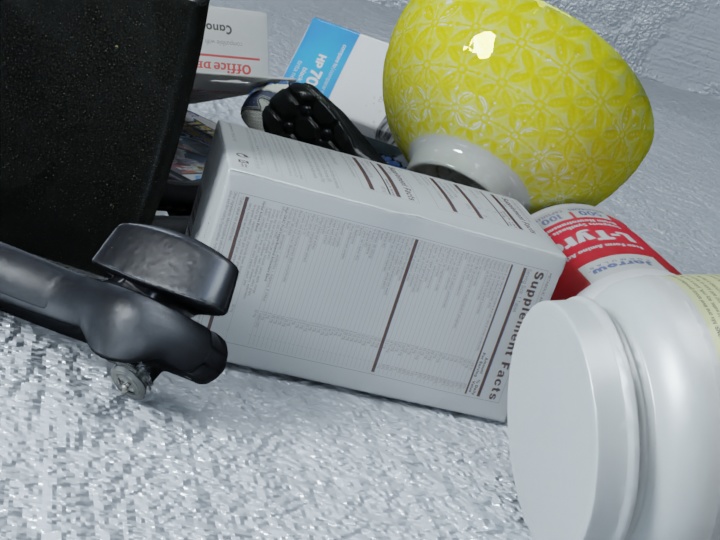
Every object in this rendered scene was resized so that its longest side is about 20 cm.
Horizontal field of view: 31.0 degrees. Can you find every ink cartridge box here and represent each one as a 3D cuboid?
[{"bbox_3d":[-0.154,-0.177,1.070,0.116,0.068,0.200,-4,3,-41],"label":"ink cartridge box"},{"bbox_3d":[0.038,-0.120,1.123,0.200,0.086,0.146,22,-19,12],"label":"ink cartridge box"}]

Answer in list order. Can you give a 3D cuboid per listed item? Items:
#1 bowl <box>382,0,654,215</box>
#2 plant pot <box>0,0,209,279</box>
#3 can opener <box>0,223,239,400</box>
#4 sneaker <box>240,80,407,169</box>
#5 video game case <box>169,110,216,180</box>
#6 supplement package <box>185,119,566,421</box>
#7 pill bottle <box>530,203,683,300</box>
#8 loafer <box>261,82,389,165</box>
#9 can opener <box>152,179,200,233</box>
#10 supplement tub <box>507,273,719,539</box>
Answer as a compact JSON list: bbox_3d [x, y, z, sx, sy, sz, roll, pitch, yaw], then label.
[{"bbox_3d":[0.091,-0.090,0.899,0.200,0.108,0.200,26,-23,12],"label":"bowl"},{"bbox_3d":[-0.182,-0.148,0.718,0.200,0.177,0.200,19,42,-23],"label":"plant pot"},{"bbox_3d":[-0.151,0.013,0.669,0.200,0.079,0.063,12,-29,27],"label":"can opener"},{"bbox_3d":[-0.034,-0.071,0.989,0.200,0.085,0.077,39,-17,29],"label":"sneaker"},{"bbox_3d":[-0.142,-0.094,1.074,0.200,0.026,0.181,29,20,32],"label":"video game case"},{"bbox_3d":[0.000,0.000,0.767,0.200,0.114,0.110,14,18,-15],"label":"supplement package"},{"bbox_3d":[0.154,0.038,0.800,0.112,0.112,0.200,13,17,-15],"label":"pill bottle"},{"bbox_3d":[0.005,-0.046,0.904,0.201,0.068,0.070,55,9,15],"label":"loafer"},{"bbox_3d":[-0.124,-0.035,0.852,0.200,0.079,0.063,-3,68,-45],"label":"can opener"},{"bbox_3d":[0.185,0.073,0.630,0.200,0.145,0.145,-1,21,-12],"label":"supplement tub"}]
